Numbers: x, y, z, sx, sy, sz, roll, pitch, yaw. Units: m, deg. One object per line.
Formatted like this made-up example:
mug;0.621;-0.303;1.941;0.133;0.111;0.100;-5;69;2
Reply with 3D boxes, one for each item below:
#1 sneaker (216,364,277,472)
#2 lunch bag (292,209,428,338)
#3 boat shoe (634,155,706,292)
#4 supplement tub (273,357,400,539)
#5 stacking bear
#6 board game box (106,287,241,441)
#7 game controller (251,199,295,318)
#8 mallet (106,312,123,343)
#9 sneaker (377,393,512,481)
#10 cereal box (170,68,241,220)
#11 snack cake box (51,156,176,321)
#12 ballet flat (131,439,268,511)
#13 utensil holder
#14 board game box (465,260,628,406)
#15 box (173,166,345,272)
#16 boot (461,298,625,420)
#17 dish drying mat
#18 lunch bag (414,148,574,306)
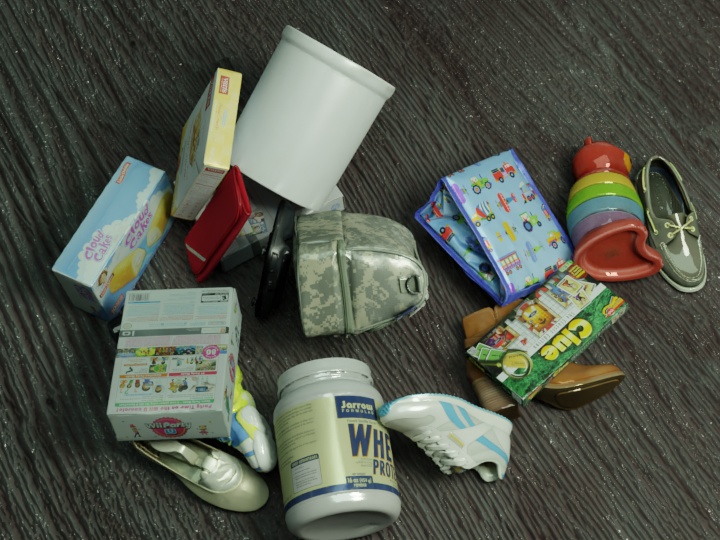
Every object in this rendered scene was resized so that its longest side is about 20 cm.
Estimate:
sneaker;-0.183;0.200;1.634;0.105;0.076;0.200;-29;49;0
lunch bag;0.000;0.000;1.651;0.168;0.200;0.140;-8;107;0
boat shoe;0.432;-0.067;1.738;0.072;0.060;0.202;-12;63;-3
supplement tub;-0.033;0.225;1.569;0.145;0.145;0.200;-9;63;-1
stacking bear;0.341;-0.095;1.736;0.114;0.121;0.200;-17;50;22
board game box;-0.236;0.118;1.609;0.147;0.064;0.200;-2;48;4
game controller;-0.118;-0.013;1.668;0.042;0.200;0.104;6;65;-7
mallet;-0.286;0.124;1.670;0.066;0.041;0.200;-24;48;-7
sneaker;0.110;0.208;1.565;0.200;0.076;0.081;20;61;-28
cereal box;-0.212;-0.169;1.703;0.039;0.200;0.144;12;68;-17
snack cake box;-0.337;-0.044;1.743;0.067;0.115;0.200;22;67;14
ballet flat;-0.211;0.250;1.612;0.200;0.069;0.070;24;67;14
utensil holder;-0.075;-0.204;1.696;0.170;0.170;0.200;32;96;18
board game box;0.243;0.079;1.625;0.200;0.023;0.105;-40;62;-19
box;-0.147;-0.109;1.807;0.200;0.041;0.156;-29;64;-10
boot;0.238;0.110;1.662;0.200;0.077;0.155;-15;59;4
dish drying mat;-0.197;-0.060;1.700;0.018;0.200;0.077;-4;65;-29
lunch bag;0.200;-0.049;1.712;0.150;0.094;0.200;-25;70;-38
